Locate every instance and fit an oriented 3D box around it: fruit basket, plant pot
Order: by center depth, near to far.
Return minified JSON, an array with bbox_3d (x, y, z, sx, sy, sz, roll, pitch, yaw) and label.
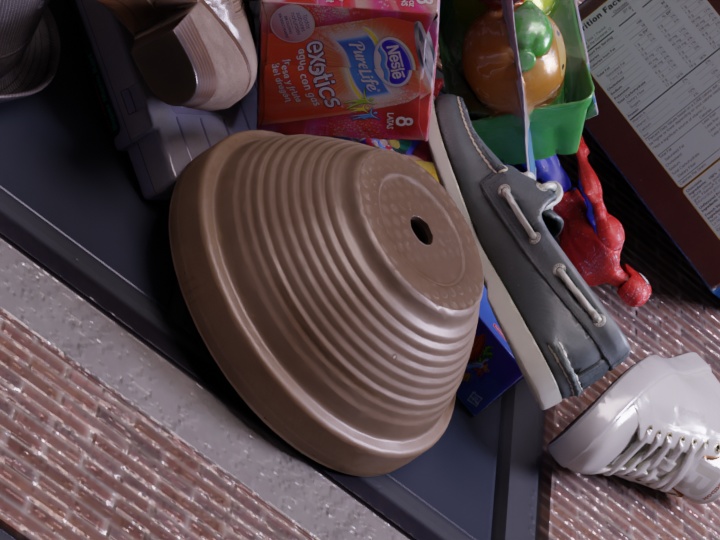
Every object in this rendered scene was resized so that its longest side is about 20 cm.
[{"bbox_3d":[0.000,0.000,1.541,0.201,0.093,0.201,37,34,-31],"label":"plant pot"},{"bbox_3d":[0.092,-0.166,1.721,0.093,0.201,0.186,-5,47,-2],"label":"fruit basket"}]

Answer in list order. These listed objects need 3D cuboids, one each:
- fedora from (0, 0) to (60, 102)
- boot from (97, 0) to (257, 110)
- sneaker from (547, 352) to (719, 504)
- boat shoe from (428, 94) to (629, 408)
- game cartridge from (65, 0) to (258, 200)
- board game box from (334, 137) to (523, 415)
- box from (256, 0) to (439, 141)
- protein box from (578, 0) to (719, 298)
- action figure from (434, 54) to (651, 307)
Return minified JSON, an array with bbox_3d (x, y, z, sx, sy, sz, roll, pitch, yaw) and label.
[{"bbox_3d":[-0.208,-0.178,1.510,0.177,0.090,0.200,44,28,-6],"label":"fedora"},{"bbox_3d":[-0.108,-0.176,1.532,0.146,0.070,0.201,-68,143,-70],"label":"boot"},{"bbox_3d":[0.182,0.099,1.714,0.085,0.073,0.200,51,27,14],"label":"sneaker"},{"bbox_3d":[0.089,-0.019,1.617,0.073,0.062,0.201,63,4,-62],"label":"boat shoe"},{"bbox_3d":[-0.108,-0.132,1.619,0.129,0.038,0.201,-3,68,-51],"label":"game cartridge"},{"bbox_3d":[0.042,-0.022,1.707,0.200,0.045,0.134,50,28,6],"label":"board game box"},{"bbox_3d":[-0.004,-0.171,1.641,0.099,0.096,0.201,3,42,0],"label":"box"},{"bbox_3d":[0.234,-0.096,1.914,0.200,0.135,0.198,54,8,12],"label":"protein box"},{"bbox_3d":[0.116,-0.056,1.833,0.200,0.065,0.052,52,36,13],"label":"action figure"}]
